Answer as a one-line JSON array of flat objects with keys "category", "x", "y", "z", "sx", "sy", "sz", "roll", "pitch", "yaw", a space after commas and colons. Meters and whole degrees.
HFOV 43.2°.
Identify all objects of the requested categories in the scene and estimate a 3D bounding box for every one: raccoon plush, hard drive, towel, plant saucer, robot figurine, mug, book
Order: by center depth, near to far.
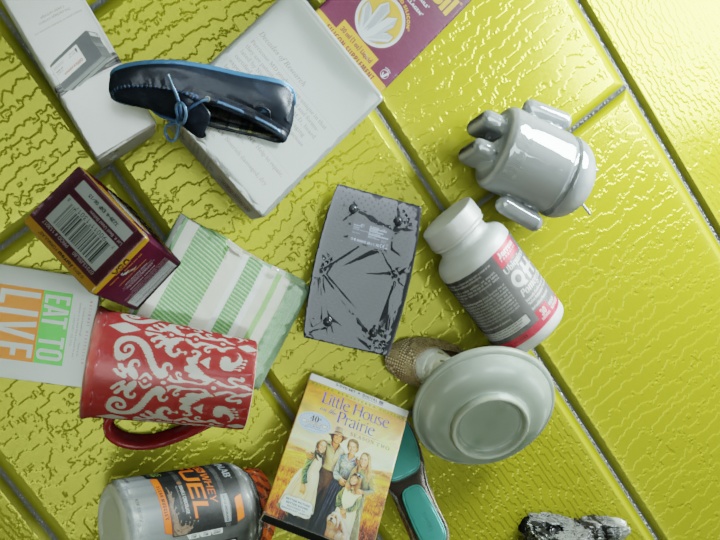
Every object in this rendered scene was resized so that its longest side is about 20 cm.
[{"category": "book", "x": -0.424, "y": 0.062, "z": 1.109, "sx": 0.195, "sy": 0.048, "sz": 0.137, "roll": 8, "pitch": 87, "yaw": -12}, {"category": "mug", "x": -0.235, "y": 0.135, "z": 1.122, "sx": 0.195, "sy": 0.178, "sz": 0.136, "roll": 9, "pitch": 58, "yaw": -11}, {"category": "towel", "x": -0.181, "y": 0.039, "z": 1.175, "sx": 0.198, "sy": 0.023, "sz": 0.155, "roll": 30, "pitch": 87, "yaw": -15}, {"category": "hard drive", "x": 0.000, "y": 0.000, "z": 1.204, "sx": 0.132, "sy": 0.042, "sz": 0.205, "roll": 13, "pitch": 90, "yaw": -13}, {"category": "plant saucer", "x": 0.167, "y": 0.195, "z": 1.204, "sx": 0.195, "sy": 0.051, "sz": 0.204, "roll": -3, "pitch": 123, "yaw": -5}, {"category": "robot figurine", "x": 0.232, "y": -0.142, "z": 1.216, "sx": 0.196, "sy": 0.113, "sz": 0.173, "roll": 21, "pitch": 81, "yaw": -14}, {"category": "raccoon plush", "x": 0.293, "y": 0.424, "z": 1.275, "sx": 0.195, "sy": 0.097, "sz": 0.137, "roll": 6, "pitch": 99, "yaw": -14}]

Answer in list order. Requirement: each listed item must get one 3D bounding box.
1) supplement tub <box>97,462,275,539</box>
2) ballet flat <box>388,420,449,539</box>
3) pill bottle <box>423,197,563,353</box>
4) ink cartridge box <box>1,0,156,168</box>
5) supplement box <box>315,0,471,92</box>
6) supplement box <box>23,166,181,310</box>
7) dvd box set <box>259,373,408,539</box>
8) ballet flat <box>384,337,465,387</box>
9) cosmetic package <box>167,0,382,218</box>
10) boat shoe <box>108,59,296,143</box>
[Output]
[{"category": "supplement tub", "x": -0.210, "y": 0.305, "z": 1.110, "sx": 0.196, "sy": 0.121, "sz": 0.126, "roll": -2, "pitch": 94, "yaw": -35}, {"category": "ballet flat", "x": 0.061, "y": 0.287, "z": 1.213, "sx": 0.067, "sy": 0.068, "sz": 0.203, "roll": -14, "pitch": 63, "yaw": -7}, {"category": "pill bottle", "x": 0.173, "y": 0.007, "z": 1.211, "sx": 0.110, "sy": 0.111, "sz": 0.201, "roll": -41, "pitch": 101, "yaw": -8}, {"category": "ink cartridge box", "x": -0.324, "y": -0.232, "z": 1.063, "sx": 0.083, "sy": 0.144, "sz": 0.203, "roll": -31, "pitch": 100, "yaw": -10}, {"category": "supplement box", "x": 0.036, "y": -0.330, "z": 1.166, "sx": 0.131, "sy": 0.103, "sz": 0.200, "roll": 45, "pitch": 82, "yaw": -10}, {"category": "supplement box", "x": -0.287, "y": -0.030, "z": 1.043, "sx": 0.086, "sy": 0.200, "sz": 0.110, "roll": -44, "pitch": 85, "yaw": -5}, {"category": "dvd box set", "x": -0.028, "y": 0.245, "z": 1.151, "sx": 0.144, "sy": 0.030, "sz": 0.203, "roll": 22, "pitch": 54, "yaw": -3}, {"category": "ballet flat", "x": 0.131, "y": 0.135, "z": 1.231, "sx": 0.195, "sy": 0.065, "sz": 0.072, "roll": 11, "pitch": 88, "yaw": -14}, {"category": "cosmetic package", "x": -0.109, "y": -0.191, "z": 1.097, "sx": 0.200, "sy": 0.167, "sz": 0.167, "roll": -44, "pitch": 99, "yaw": -8}, {"category": "boat shoe", "x": -0.164, "y": -0.174, "z": 0.950, "sx": 0.195, "sy": 0.084, "sz": 0.070, "roll": 3, "pitch": 79, "yaw": -9}]
